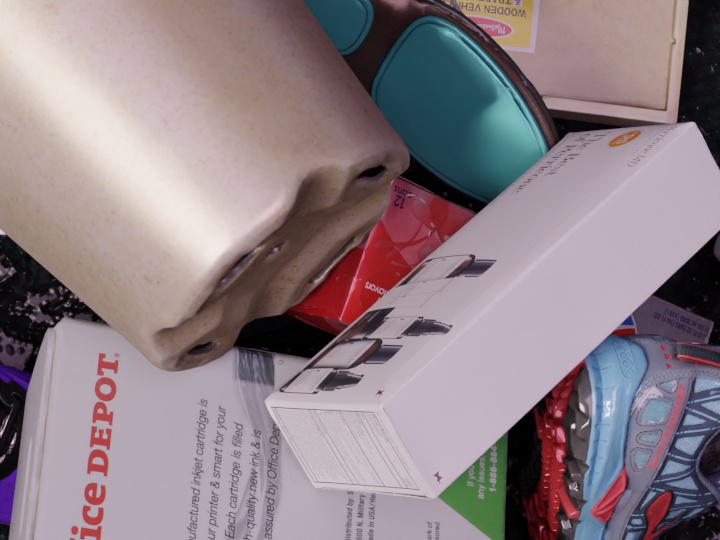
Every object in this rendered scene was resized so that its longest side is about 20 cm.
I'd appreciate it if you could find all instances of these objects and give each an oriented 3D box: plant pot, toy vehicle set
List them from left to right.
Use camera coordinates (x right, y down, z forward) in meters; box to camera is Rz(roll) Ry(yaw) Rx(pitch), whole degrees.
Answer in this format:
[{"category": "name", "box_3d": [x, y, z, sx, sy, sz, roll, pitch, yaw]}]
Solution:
[{"category": "plant pot", "box_3d": [-0.088, -0.067, 1.075, 0.200, 0.200, 0.183, -39, 77, -10]}, {"category": "toy vehicle set", "box_3d": [0.056, -0.140, 1.254, 0.200, 0.027, 0.124, 7, 86, -10]}]

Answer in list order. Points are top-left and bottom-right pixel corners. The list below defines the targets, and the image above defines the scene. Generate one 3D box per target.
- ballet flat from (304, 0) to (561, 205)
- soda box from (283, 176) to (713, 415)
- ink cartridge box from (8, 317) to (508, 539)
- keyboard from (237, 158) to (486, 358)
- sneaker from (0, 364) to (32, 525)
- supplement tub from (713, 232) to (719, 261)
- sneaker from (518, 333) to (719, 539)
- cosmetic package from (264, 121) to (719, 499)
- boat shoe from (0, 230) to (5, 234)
[{"category": "ballet flat", "box_3d": [0.013, -0.106, 1.194, 0.200, 0.068, 0.068, 38, 116, -3]}, {"category": "soda box", "box_3d": [0.060, 0.020, 1.191, 0.200, 0.063, 0.070, 24, 83, -33]}, {"category": "ink cartridge box", "box_3d": [-0.046, 0.113, 1.117, 0.200, 0.083, 0.147, 11, 63, -13]}, {"category": "keyboard", "box_3d": [0.000, 0.000, 1.210, 0.200, 0.040, 0.104, -14, 115, -19]}, {"category": "sneaker", "box_3d": [-0.190, 0.062, 1.162, 0.200, 0.100, 0.070, 23, 86, -8]}, {"category": "supplement tub", "box_3d": [0.274, 0.020, 1.226, 0.200, 0.145, 0.145, 45, 81, -5]}, {"category": "sneaker", "box_3d": [0.125, 0.098, 1.167, 0.096, 0.200, 0.079, -7, 57, -7]}, {"category": "cosmetic package", "box_3d": [0.060, 0.013, 1.097, 0.200, 0.083, 0.051, -41, 114, -30]}, {"category": "boat shoe", "box_3d": [-0.174, -0.043, 1.187, 0.200, 0.069, 0.072, 7, 86, -10]}]
